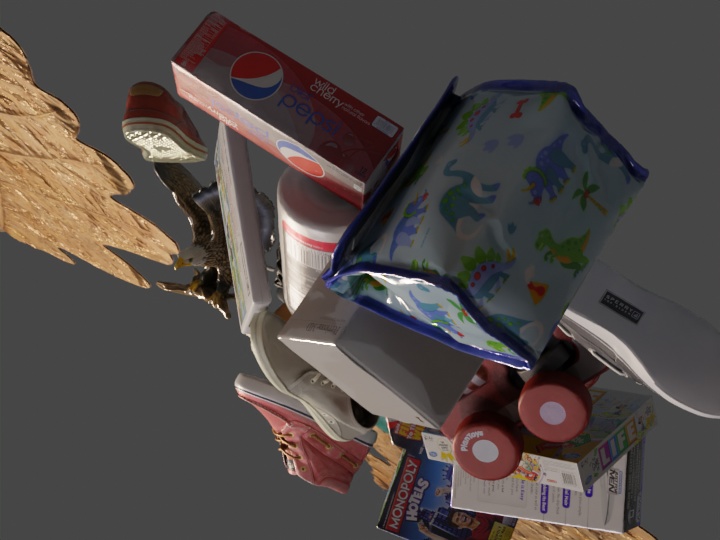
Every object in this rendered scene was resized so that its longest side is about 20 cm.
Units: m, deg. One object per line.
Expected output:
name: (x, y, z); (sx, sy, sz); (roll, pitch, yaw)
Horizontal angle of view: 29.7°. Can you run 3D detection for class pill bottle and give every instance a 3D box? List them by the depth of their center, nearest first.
pill bottle: (-0.019, -0.009, 1.269); (0.111, 0.111, 0.200); (28, 144, 23)

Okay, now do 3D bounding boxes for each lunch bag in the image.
lunch bag: (0.071, -0.042, 0.960); (0.127, 0.170, 0.200); (42, 165, -28)

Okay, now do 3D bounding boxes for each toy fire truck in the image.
toy fire truck: (0.128, 0.085, 1.275); (0.200, 0.112, 0.168); (-36, 101, 31)

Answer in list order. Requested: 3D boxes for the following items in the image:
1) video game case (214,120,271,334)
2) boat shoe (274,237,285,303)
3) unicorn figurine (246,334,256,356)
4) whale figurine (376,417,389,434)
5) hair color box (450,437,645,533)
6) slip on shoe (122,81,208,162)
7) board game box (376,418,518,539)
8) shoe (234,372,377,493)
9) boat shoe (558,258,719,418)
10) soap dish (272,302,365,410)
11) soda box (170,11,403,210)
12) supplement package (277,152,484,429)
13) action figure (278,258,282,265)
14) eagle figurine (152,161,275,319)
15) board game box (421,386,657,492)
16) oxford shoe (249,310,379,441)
video game case: (-0.122, -0.047, 1.396); (0.022, 0.201, 0.182); (-8, 170, -10)
boat shoe: (-0.073, 0.017, 1.664); (0.074, 0.066, 0.199); (31, 165, 14)
unicorn figurine: (-0.075, 0.115, 1.665); (0.200, 0.074, 0.137); (24, -175, 38)
whale figurine: (0.026, 0.126, 1.687); (0.200, 0.104, 0.159); (43, -165, 4)
hair color box: (0.202, 0.213, 1.468); (0.200, 0.110, 0.065); (4, -179, 30)
slip on shoe: (-0.206, -0.153, 1.450); (0.074, 0.061, 0.200); (0, 172, 7)
board game box: (0.101, 0.218, 1.574); (0.199, 0.200, 0.062); (21, -177, 6)
shoe: (-0.078, 0.201, 1.656); (0.200, 0.091, 0.071); (27, 177, -25)
boat shoe: (0.227, 0.057, 1.128); (0.200, 0.072, 0.068); (33, 164, 15)
soap dish: (-0.005, 0.073, 1.527); (0.157, 0.081, 0.200); (32, -163, 12)
soda box: (-0.062, -0.137, 1.163); (0.200, 0.063, 0.070); (33, 165, 8)
supplement package: (0.049, 0.011, 1.117); (0.120, 0.200, 0.121); (40, 164, -21)
action figure: (0.000, 0.000, 1.394); (0.193, 0.105, 0.200); (16, 159, 27)
eagle figurine: (-0.176, -0.048, 1.612); (0.151, 0.201, 0.151); (2, -155, -3)
board game box: (0.180, 0.160, 1.378); (0.200, 0.134, 0.034); (5, 118, 45)
oxford shoe: (-0.043, 0.103, 1.364); (0.058, 0.075, 0.200); (-16, 134, 29)
